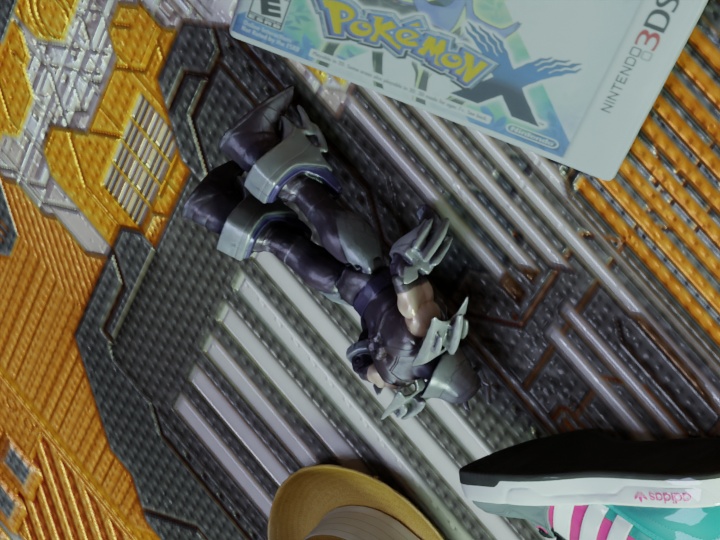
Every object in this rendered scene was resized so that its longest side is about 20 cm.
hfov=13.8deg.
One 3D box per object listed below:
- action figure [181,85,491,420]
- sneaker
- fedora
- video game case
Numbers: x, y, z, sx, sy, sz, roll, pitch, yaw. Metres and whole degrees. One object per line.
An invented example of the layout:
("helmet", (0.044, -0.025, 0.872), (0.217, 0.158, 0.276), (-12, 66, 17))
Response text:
("action figure", (0.000, 0.000, 1.588), (0.200, 0.069, 0.130), (45, 137, 13))
("sneaker", (0.137, 0.148, 1.518), (0.200, 0.083, 0.121), (0, 107, 51))
("fedora", (-0.006, 0.209, 1.742), (0.200, 0.082, 0.201), (33, 139, 34))
("video game case", (0.053, -0.135, 1.359), (0.199, 0.022, 0.183), (21, 141, -2))
